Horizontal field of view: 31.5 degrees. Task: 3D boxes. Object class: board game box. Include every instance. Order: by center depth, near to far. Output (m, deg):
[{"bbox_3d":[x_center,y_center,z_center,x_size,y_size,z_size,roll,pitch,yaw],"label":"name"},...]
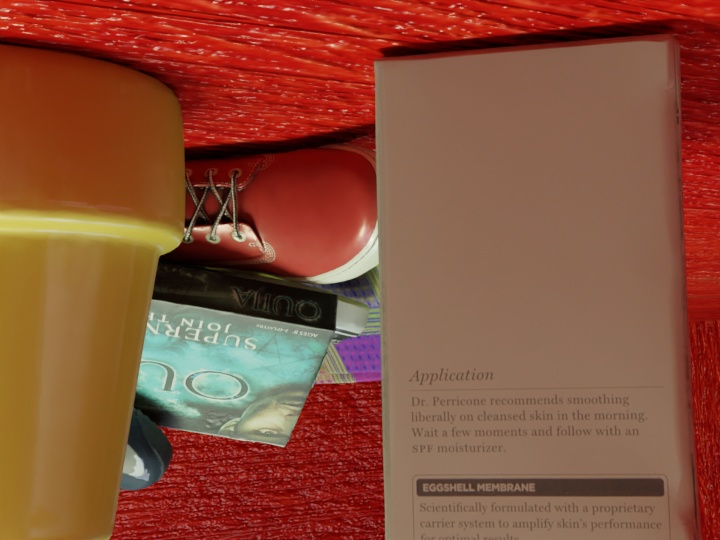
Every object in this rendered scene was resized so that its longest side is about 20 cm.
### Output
[{"bbox_3d":[-0.124,0.042,0.706,0.200,0.028,0.135,11,143,-9],"label":"board game box"}]

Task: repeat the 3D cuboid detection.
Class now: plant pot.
[{"bbox_3d":[-0.172,0.022,0.532,0.200,0.189,0.201,-2,175,0],"label":"plant pot"}]

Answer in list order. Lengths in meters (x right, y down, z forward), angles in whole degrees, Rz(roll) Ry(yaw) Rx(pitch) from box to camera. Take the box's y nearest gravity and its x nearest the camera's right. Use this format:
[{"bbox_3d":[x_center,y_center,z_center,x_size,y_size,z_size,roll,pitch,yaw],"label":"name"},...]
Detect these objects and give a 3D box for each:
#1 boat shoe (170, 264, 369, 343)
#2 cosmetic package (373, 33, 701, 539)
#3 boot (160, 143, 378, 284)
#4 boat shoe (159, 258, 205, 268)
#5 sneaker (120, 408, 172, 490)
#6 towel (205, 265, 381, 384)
[{"bbox_3d":[-0.096,0.033,0.773,0.200,0.068,0.072,7,179,4],"label":"boat shoe"},{"bbox_3d":[0.081,0.020,0.568,0.123,0.200,0.199,-1,175,11],"label":"cosmetic package"},{"bbox_3d":[-0.085,-0.031,0.662,0.144,0.073,0.200,4,175,-42],"label":"boot"},{"bbox_3d":[-0.123,-0.006,0.934,0.076,0.060,0.200,-20,180,35],"label":"boat shoe"},{"bbox_3d":[-0.191,0.092,0.687,0.200,0.082,0.070,31,134,-32],"label":"sneaker"},{"bbox_3d":[-0.025,0.009,0.818,0.200,0.144,0.023,-8,-154,45],"label":"towel"}]
